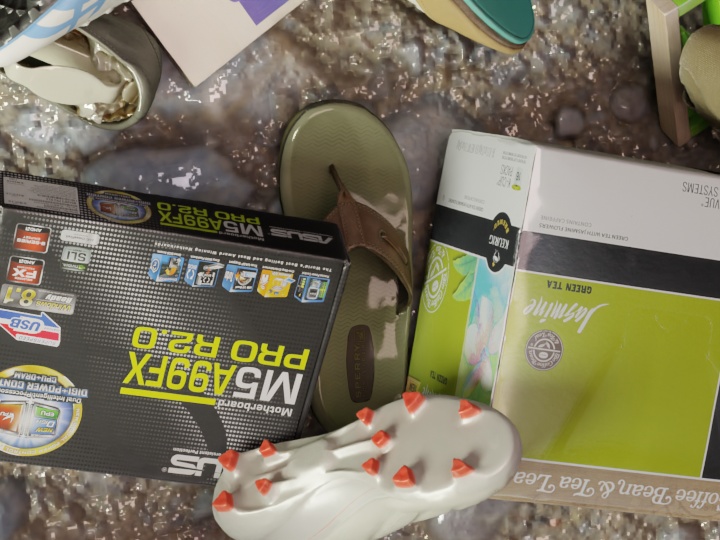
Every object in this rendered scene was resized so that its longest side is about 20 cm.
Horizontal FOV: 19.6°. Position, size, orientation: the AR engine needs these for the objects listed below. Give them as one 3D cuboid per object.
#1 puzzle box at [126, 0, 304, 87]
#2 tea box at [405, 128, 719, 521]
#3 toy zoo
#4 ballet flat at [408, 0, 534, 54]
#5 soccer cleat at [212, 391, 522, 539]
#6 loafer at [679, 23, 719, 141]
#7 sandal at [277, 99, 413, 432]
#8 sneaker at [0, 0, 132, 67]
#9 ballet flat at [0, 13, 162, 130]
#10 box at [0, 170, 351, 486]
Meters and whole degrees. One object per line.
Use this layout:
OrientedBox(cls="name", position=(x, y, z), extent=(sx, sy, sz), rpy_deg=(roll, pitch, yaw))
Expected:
OrientedBox(cls="puzzle box", position=(-0.103, -0.221, 1.175), extent=(0.133, 0.025, 0.201), rpy_deg=(-38, 104, -8))
OrientedBox(cls="tea box", position=(0.146, 0.033, 1.208), extent=(0.198, 0.133, 0.199), rpy_deg=(9, 94, -21))
OrientedBox(cls="toy zoo", position=(0.258, -0.169, 1.237), extent=(0.199, 0.021, 0.132), rpy_deg=(-33, 148, -9))
OrientedBox(cls="ballet flat", position=(0.024, -0.195, 1.176), extent=(0.200, 0.063, 0.069), rpy_deg=(48, 47, -31))
OrientedBox(cls="soccer cleat", position=(0.009, 0.117, 1.146), extent=(0.078, 0.198, 0.070), rpy_deg=(45, 42, -41))
OrientedBox(cls="loafer", position=(0.231, -0.106, 1.209), extent=(0.067, 0.200, 0.076), rpy_deg=(39, 93, 17))
OrientedBox(cls="sandal", position=(0.001, 0.001, 1.212), extent=(0.079, 0.057, 0.203), rpy_deg=(-9, 99, -14))
OrientedBox(cls="sneaker", position=(-0.125, -0.167, 1.114), extent=(0.200, 0.072, 0.073), rpy_deg=(-42, 130, -19))
OrientedBox(cls="ballet flat", position=(-0.199, -0.135, 1.132), extent=(0.199, 0.064, 0.068), rpy_deg=(23, 128, -18))
OrientedBox(cls="box", position=(-0.120, 0.038, 1.161), extent=(0.198, 0.044, 0.161), rpy_deg=(9, 117, -16))
